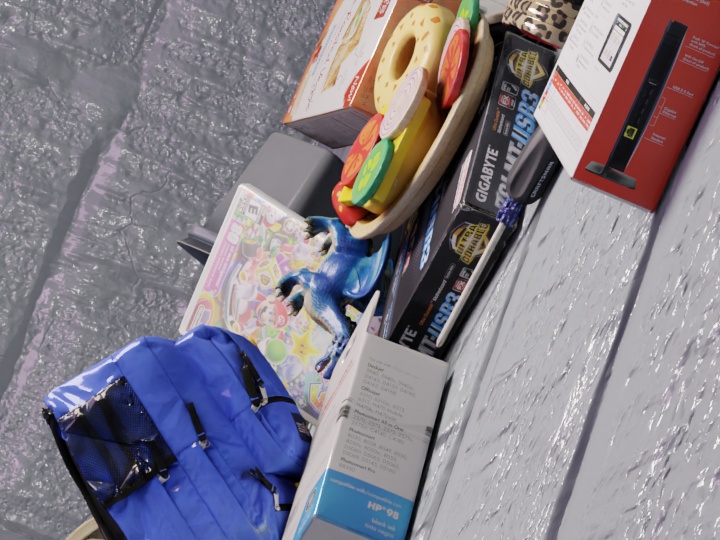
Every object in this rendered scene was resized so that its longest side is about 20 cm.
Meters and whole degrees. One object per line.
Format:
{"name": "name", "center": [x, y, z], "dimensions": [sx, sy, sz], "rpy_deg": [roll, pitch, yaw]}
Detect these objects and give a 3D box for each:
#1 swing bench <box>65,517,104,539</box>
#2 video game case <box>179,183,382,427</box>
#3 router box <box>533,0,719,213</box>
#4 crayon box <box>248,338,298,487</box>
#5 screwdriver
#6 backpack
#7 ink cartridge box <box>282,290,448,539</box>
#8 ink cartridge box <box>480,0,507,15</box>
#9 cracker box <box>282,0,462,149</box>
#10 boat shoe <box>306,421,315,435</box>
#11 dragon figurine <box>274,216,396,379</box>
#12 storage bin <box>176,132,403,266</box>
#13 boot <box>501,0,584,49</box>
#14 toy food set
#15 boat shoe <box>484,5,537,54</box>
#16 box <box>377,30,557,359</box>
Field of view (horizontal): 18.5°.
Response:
{"name": "swing bench", "center": [-0.218, 0.319, 2.189], "dimensions": [0.199, 0.200, 0.130], "rpy_deg": [128, 164, -68]}
{"name": "video game case", "center": [-0.049, 0.037, 1.813], "dimensions": [0.018, 0.200, 0.143], "rpy_deg": [-4, -57, -58]}
{"name": "router box", "center": [0.159, -0.139, 1.196], "dimensions": [0.200, 0.049, 0.180], "rpy_deg": [-93, 26, -76]}
{"name": "crayon box", "center": [-0.089, 0.137, 1.787], "dimensions": [0.051, 0.126, 0.200], "rpy_deg": [-24, -13, -17]}
{"name": "screwdriver", "center": [0.088, -0.019, 1.484], "dimensions": [0.029, 0.028, 0.200], "rpy_deg": [-26, -30, -54]}
{"name": "backpack", "center": [-0.115, 0.151, 1.610], "dimensions": [0.168, 0.200, 0.162], "rpy_deg": [-31, -14, 10]}
{"name": "ink cartridge box", "center": [0.004, 0.127, 1.537], "dimensions": [0.116, 0.067, 0.200], "rpy_deg": [118, 171, -51]}
{"name": "ink cartridge box", "center": [0.070, -0.174, 1.959], "dimensions": [0.147, 0.083, 0.200], "rpy_deg": [126, 164, -65]}
{"name": "cracker box", "center": [0.009, -0.179, 1.864], "dimensions": [0.134, 0.058, 0.200], "rpy_deg": [-66, 17, -8]}
{"name": "boat shoe", "center": [-0.059, 0.132, 2.129], "dimensions": [0.200, 0.056, 0.069], "rpy_deg": [-76, 10, -55]}
{"name": "dragon figurine", "center": [0.000, 0.000, 1.732], "dimensions": [0.200, 0.099, 0.059], "rpy_deg": [-63, -26, -21]}
{"name": "storage bin", "center": [-0.039, -0.022, 1.957], "dimensions": [0.145, 0.200, 0.135], "rpy_deg": [23, 78, 42]}
{"name": "boot", "center": [0.150, -0.229, 1.525], "dimensions": [0.200, 0.073, 0.151], "rpy_deg": [-124, 56, -76]}
{"name": "toy food set", "center": [0.038, -0.116, 1.653], "dimensions": [0.200, 0.049, 0.198], "rpy_deg": [-64, 14, -8]}
{"name": "boat shoe", "center": [0.120, -0.175, 1.740], "dimensions": [0.200, 0.072, 0.063], "rpy_deg": [165, 84, -76]}
{"name": "box", "center": [0.074, -0.041, 1.627], "dimensions": [0.199, 0.050, 0.200], "rpy_deg": [116, 172, -45]}
